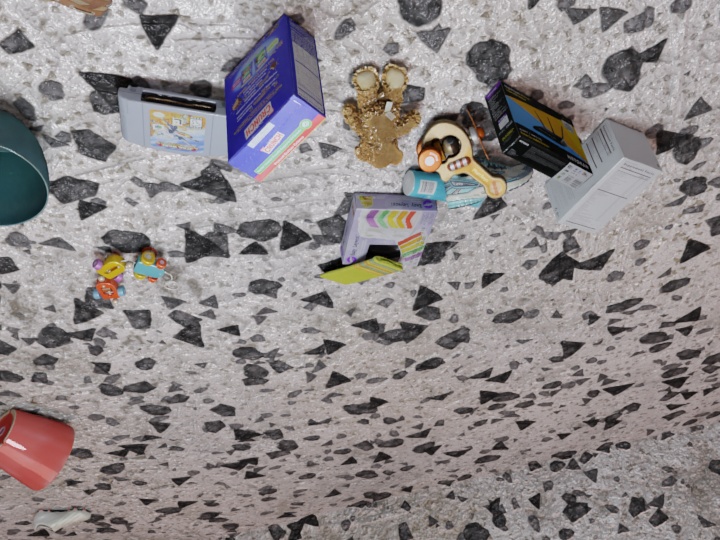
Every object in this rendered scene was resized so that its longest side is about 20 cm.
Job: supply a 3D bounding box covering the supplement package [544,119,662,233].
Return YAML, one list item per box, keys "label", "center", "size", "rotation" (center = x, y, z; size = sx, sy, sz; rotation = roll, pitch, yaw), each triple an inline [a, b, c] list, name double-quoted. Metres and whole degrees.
- label: "supplement package"
  center: [0.493, -0.189, 1.445]
  size: [0.112, 0.111, 0.200]
  rotation: [12, 139, -25]

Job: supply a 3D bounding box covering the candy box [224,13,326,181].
- label: "candy box"
  center: [-0.141, -0.275, 1.125]
  size: [0.077, 0.202, 0.168]
  rotation: [26, 132, -38]

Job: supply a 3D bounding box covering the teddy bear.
- label: "teddy bear"
  center: [0.036, -0.284, 1.277]
  size: [0.143, 0.067, 0.201]
  rotation: [-23, 135, 3]

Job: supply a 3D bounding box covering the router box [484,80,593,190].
- label: "router box"
  center: [0.328, -0.248, 1.300]
  size: [0.198, 0.151, 0.051]
  rotation: [18, 137, -32]

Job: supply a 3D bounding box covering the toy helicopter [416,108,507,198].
- label: "toy helicopter"
  center: [0.208, -0.215, 1.345]
  size: [0.199, 0.079, 0.133]
  rotation: [35, 113, -15]

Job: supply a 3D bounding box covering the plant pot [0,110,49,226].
- label: "plant pot"
  center: [-0.623, -0.191, 1.191]
  size: [0.197, 0.136, 0.201]
  rotation: [-5, 143, -4]

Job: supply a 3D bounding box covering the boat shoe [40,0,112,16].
- label: "boat shoe"
  center: [-0.447, -0.413, 0.990]
  size: [0.198, 0.077, 0.072]
  rotation: [17, 138, -28]

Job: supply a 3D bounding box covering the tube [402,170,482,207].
- label: "tube"
  center: [0.185, -0.170, 1.464]
  size: [0.197, 0.051, 0.078]
  rotation: [5, 141, -25]

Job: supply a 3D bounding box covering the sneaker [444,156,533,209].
- label: "sneaker"
  center: [0.258, -0.192, 1.421]
  size: [0.198, 0.088, 0.077]
  rotation: [-21, -171, -15]

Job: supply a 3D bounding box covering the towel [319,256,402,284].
- label: "towel"
  center: [0.000, 0.000, 1.606]
  size: [0.085, 0.018, 0.199]
  rotation: [20, 157, -38]

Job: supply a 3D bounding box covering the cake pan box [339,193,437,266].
- label: "cake pan box"
  center: [0.058, -0.085, 1.543]
  size: [0.181, 0.053, 0.201]
  rotation: [3, 142, -12]

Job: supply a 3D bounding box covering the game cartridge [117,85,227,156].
- label: "game cartridge"
  center: [-0.317, -0.254, 1.229]
  size: [0.197, 0.042, 0.134]
  rotation: [6, 149, -12]

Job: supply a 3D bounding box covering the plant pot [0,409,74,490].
- label: "plant pot"
  center: [-0.946, 0.495, 1.998]
  size: [0.199, 0.202, 0.177]
  rotation: [-29, 129, 25]

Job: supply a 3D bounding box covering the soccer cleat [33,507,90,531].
- label: "soccer cleat"
  center: [-1.103, 0.926, 2.605]
  size: [0.197, 0.078, 0.070]
  rotation: [4, 142, -17]

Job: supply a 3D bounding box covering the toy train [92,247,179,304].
- label: "toy train"
  center: [-0.503, 0.005, 1.546]
  size: [0.197, 0.056, 0.151]
  rotation: [-8, 144, 4]
